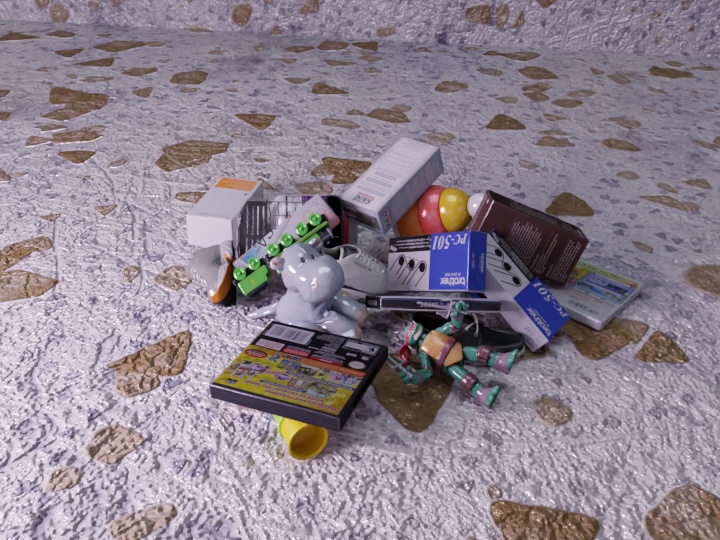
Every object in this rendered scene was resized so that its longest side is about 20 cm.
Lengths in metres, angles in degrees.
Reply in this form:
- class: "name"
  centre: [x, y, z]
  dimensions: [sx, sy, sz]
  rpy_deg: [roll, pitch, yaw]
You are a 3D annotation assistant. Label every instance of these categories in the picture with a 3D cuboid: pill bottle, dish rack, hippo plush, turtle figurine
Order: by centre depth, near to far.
- class: "turtle figurine"
  centre: [0.130, 0.120, 1.087]
  dimensions: [0.198, 0.151, 0.101]
  rpy_deg: [27, -6, 15]
- class: "hippo plush"
  centre: [-0.071, 0.027, 1.178]
  dimensions: [0.158, 0.163, 0.199]
  rpy_deg: [-23, 39, -36]
- class: "dish rack"
  centre: [-0.133, -0.063, 1.340]
  dimensions: [0.196, 0.156, 0.055]
  rpy_deg: [1, -1, -5]
- class: "pill bottle"
  centre: [-0.106, -0.095, 1.427]
  dimensions: [0.196, 0.114, 0.113]
  rpy_deg: [-2, 31, -6]

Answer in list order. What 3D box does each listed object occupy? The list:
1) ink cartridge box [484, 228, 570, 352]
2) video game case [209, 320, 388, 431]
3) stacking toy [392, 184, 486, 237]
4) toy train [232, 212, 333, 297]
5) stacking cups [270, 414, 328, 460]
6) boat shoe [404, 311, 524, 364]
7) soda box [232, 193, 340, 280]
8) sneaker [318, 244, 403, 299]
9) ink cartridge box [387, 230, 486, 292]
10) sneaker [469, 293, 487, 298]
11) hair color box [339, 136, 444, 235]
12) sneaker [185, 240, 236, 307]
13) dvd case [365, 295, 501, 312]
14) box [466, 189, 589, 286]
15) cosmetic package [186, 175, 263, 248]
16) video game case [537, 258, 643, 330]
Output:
- class: "ink cartridge box"
  centre: [0.260, 0.031, 1.214]
  dimensions: [0.094, 0.044, 0.201]
  rpy_deg: [-31, 79, -44]
- class: "video game case"
  centre: [-0.083, 0.142, 1.013]
  dimensions: [0.197, 0.026, 0.181]
  rpy_deg: [10, 29, 20]
- class: "stacking toy"
  centre: [0.168, -0.114, 1.390]
  dimensions: [0.198, 0.148, 0.146]
  rpy_deg: [-5, 20, 41]
- class: "toy train"
  centre: [-0.130, -0.025, 1.227]
  dimensions: [0.199, 0.042, 0.057]
  rpy_deg: [-35, 77, -2]
- class: "stacking cups"
  centre: [-0.110, 0.187, 1.024]
  dimensions: [0.060, 0.061, 0.200]
  rpy_deg: [-12, 29, -22]
- class: "boat shoe"
  centre: [0.172, 0.106, 1.161]
  dimensions: [0.196, 0.069, 0.072]
  rpy_deg: [6, 29, 2]
- class: "soda box"
  centre: [-0.131, -0.050, 1.284]
  dimensions: [0.199, 0.069, 0.064]
  rpy_deg: [-40, 3, -3]
- class: "sneaker"
  centre: [0.000, 0.000, 1.287]
  dimensions: [0.197, 0.082, 0.077]
  rpy_deg: [9, 22, -21]
- class: "ink cartridge box"
  centre: [0.125, -0.012, 1.204]
  dimensions: [0.044, 0.096, 0.199]
  rpy_deg: [6, -5, -38]
- class: "sneaker"
  centre: [0.205, -0.012, 1.346]
  dimensions: [0.069, 0.079, 0.200]
  rpy_deg: [-13, 35, -24]
- class: "hair color box"
  centre: [0.062, -0.166, 1.369]
  dimensions: [0.098, 0.061, 0.200]
  rpy_deg: [23, 58, 36]
- class: "sneaker"
  centre: [-0.272, 0.013, 1.288]
  dimensions: [0.090, 0.077, 0.201]
  rpy_deg: [-8, 24, -4]
- class: "dvd case"
  centre: [0.116, 0.056, 1.195]
  dimensions: [0.196, 0.025, 0.150]
  rpy_deg: [3, -2, -9]
- class: "box"
  centre: [0.302, -0.059, 1.309]
  dimensions: [0.197, 0.101, 0.075]
  rpy_deg: [21, 23, -10]
- class: "cosmetic package"
  centre: [-0.280, -0.124, 1.502]
  dimensions: [0.100, 0.072, 0.201]
  rpy_deg: [8, 32, 8]
- class: "video game case"
  centre: [0.402, 0.029, 1.348]
  dimensions: [0.198, 0.022, 0.181]
  rpy_deg: [26, 38, 35]
